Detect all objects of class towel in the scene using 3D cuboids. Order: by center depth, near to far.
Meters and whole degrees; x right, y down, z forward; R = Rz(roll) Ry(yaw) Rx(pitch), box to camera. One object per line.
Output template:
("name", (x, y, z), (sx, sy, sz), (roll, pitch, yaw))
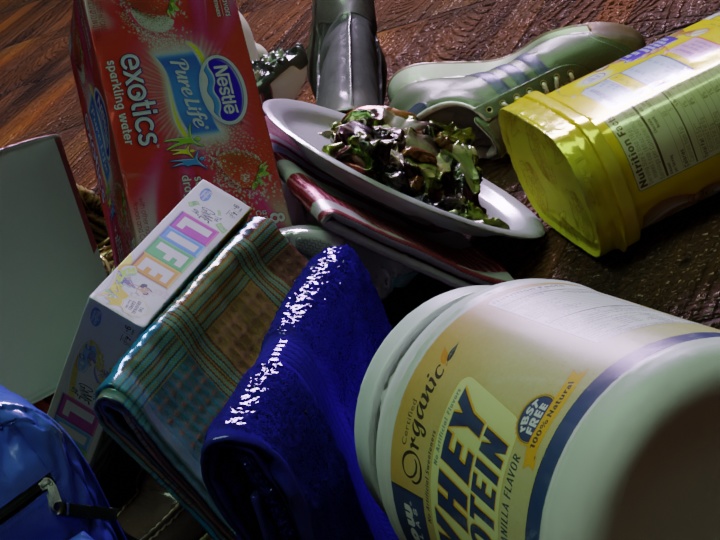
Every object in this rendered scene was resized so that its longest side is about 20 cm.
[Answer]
("towel", (-0.010, 0.090, 0.875), (0.049, 0.148, 0.200), (-8, 24, 17))
("towel", (-0.045, 0.066, 0.983), (0.022, 0.147, 0.200), (-38, 9, 35))
("towel", (0.008, -0.042, 1.192), (0.023, 0.144, 0.200), (-62, 25, 10))

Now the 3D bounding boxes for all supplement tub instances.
("supplement tub", (0.093, 0.082, 0.774), (0.144, 0.145, 0.200), (-31, 21, -18))

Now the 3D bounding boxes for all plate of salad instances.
("plate of salad", (0.032, -0.075, 1.208), (0.048, 0.199, 0.200), (-64, 15, 13))

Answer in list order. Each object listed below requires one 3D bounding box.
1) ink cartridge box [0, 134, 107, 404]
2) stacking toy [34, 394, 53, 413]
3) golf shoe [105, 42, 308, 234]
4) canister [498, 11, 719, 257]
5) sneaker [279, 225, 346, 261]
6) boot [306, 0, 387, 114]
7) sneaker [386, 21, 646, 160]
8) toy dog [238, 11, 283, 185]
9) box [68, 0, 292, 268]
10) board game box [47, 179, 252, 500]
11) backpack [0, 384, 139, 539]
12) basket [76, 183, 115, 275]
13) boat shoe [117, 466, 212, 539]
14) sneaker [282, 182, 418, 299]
("ink cartridge box", (-0.274, 0.021, 1.141), (0.199, 0.146, 0.145), (-13, 9, 34))
("stacking toy", (-0.234, 0.119, 1.168), (0.200, 0.086, 0.085), (-30, 20, -31))
("golf shoe", (-0.092, -0.073, 1.296), (0.077, 0.088, 0.200), (-6, 41, 55))
("canister", (0.204, -0.098, 1.179), (0.199, 0.087, 0.149), (-26, 20, -6))
("sneaker", (-0.077, 0.024, 1.154), (0.200, 0.075, 0.082), (-34, 9, 35))
("boot", (-0.006, -0.123, 1.470), (0.072, 0.182, 0.201), (-12, 48, 1))
("sneaker", (0.112, -0.117, 1.379), (0.199, 0.067, 0.090), (-10, 42, 17))
("toy dog", (-0.100, -0.101, 1.410), (0.139, 0.194, 0.201), (-4, 51, -23))
("box", (-0.117, -0.089, 1.185), (0.099, 0.201, 0.096), (-8, -21, -16))
("board game box", (-0.133, 0.061, 1.063), (0.135, 0.034, 0.200), (-53, -9, -52))
("backpack", (-0.163, 0.148, 0.825), (0.162, 0.201, 0.168), (-35, 22, -27))
("basket", (-0.194, -0.006, 1.321), (0.148, 0.143, 0.200), (-26, 20, -3))
("boat shoe", (-0.094, 0.104, 1.039), (0.072, 0.072, 0.200), (-2, 31, 47))
("sneaker", (0.000, 0.000, 1.210), (0.088, 0.076, 0.200), (12, 29, -16))
